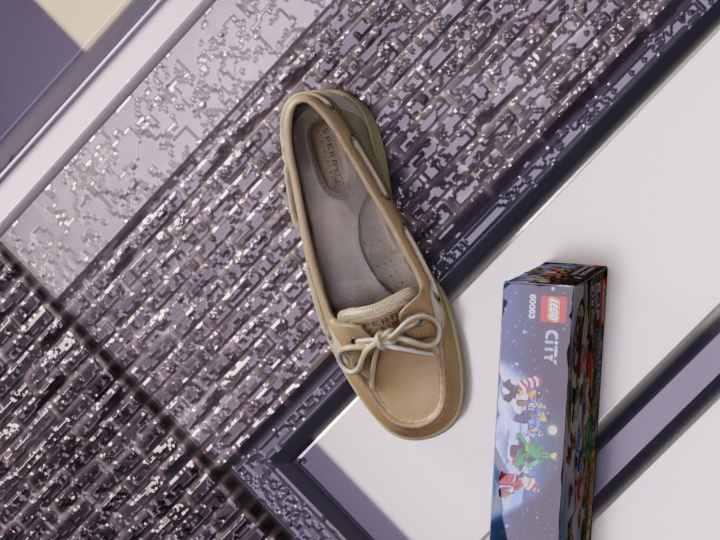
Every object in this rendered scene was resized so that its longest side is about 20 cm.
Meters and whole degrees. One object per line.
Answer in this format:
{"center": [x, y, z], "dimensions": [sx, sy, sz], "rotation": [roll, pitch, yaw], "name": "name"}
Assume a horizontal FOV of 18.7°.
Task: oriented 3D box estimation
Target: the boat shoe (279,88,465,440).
{"center": [0.002, -0.001, 1.192], "dimensions": [0.073, 0.063, 0.202], "rotation": [-15, 91, 13], "name": "boat shoe"}

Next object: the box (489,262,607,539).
{"center": [0.098, 0.100, 1.142], "dimensions": [0.037, 0.137, 0.201], "rotation": [4, 96, 13], "name": "box"}
